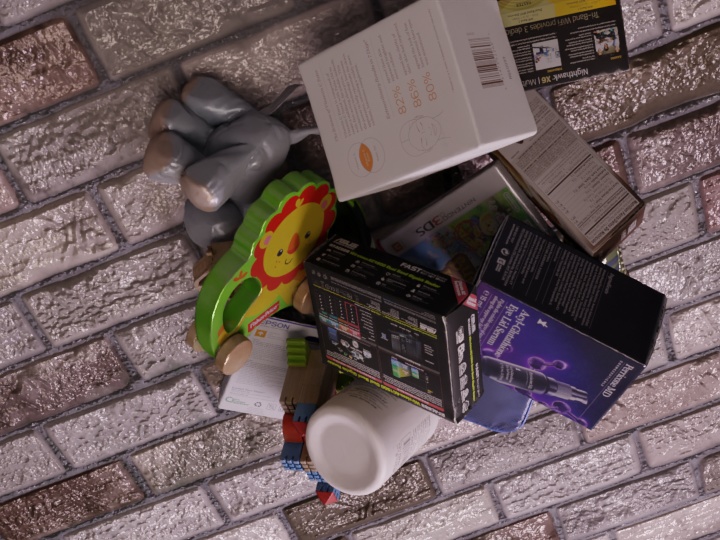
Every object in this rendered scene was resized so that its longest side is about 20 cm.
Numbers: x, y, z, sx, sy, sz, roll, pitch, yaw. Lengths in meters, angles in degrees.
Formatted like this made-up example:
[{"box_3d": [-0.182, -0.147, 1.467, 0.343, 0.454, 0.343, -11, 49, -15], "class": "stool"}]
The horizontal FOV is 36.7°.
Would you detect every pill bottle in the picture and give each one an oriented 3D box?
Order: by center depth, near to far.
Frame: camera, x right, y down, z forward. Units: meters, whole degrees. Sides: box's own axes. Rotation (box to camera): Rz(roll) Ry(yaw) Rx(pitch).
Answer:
[{"box_3d": [0.031, 0.174, 1.310, 0.113, 0.199, 0.116, 14, 117, 29], "class": "pill bottle"}]

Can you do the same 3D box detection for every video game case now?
[{"box_3d": [0.148, -0.005, 1.267, 0.181, 0.022, 0.201, -32, 105, 32], "class": "video game case"}]

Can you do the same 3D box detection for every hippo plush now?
[{"box_3d": [-0.148, -0.117, 1.227, 0.198, 0.160, 0.162, -30, 152, -20], "class": "hippo plush"}]

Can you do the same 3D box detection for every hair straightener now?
[{"box_3d": [0.100, -0.109, 1.288, 0.040, 0.077, 0.202, -17, 125, 1], "class": "hair straightener"}]

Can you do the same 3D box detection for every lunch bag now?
[{"box_3d": [0.179, 0.088, 1.404, 0.134, 0.133, 0.202, 20, 121, 4], "class": "lunch bag"}]

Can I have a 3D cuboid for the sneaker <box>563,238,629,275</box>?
[{"box_3d": [0.310, -0.008, 1.406, 0.088, 0.067, 0.203, 0, 124, -21], "class": "sneaker"}]

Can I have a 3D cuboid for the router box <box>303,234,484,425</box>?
[{"box_3d": [0.038, 0.062, 1.188, 0.062, 0.198, 0.152, -39, 137, -36], "class": "router box"}]

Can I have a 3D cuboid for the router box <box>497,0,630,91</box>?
[{"box_3d": [0.174, -0.270, 1.142, 0.197, 0.052, 0.160, -9, 97, 12], "class": "router box"}]

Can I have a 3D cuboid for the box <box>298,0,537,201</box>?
[{"box_3d": [0.055, -0.176, 1.106, 0.198, 0.106, 0.155, -16, 91, 43], "class": "box"}]

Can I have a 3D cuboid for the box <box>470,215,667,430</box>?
[{"box_3d": [0.208, 0.059, 1.185, 0.198, 0.105, 0.149, 26, 142, 5], "class": "box"}]

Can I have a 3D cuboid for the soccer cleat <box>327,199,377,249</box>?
[{"box_3d": [0.000, 0.000, 1.277, 0.067, 0.081, 0.203, -24, 84, 11], "class": "soccer cleat"}]

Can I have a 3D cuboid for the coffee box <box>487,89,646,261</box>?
[{"box_3d": [0.222, -0.108, 1.215, 0.080, 0.200, 0.114, -42, 166, 5], "class": "coffee box"}]

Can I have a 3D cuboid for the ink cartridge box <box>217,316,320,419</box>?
[{"box_3d": [-0.070, 0.126, 1.425, 0.193, 0.044, 0.201, 13, 133, -16], "class": "ink cartridge box"}]

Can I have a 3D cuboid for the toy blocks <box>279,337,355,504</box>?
[{"box_3d": [-0.057, 0.199, 1.357, 0.098, 0.138, 0.201, 1, 142, 17], "class": "toy blocks"}]

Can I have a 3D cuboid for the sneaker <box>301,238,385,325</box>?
[{"box_3d": [0.007, 0.023, 1.369, 0.197, 0.074, 0.088, -16, 126, 8], "class": "sneaker"}]

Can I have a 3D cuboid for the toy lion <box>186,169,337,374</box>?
[{"box_3d": [-0.101, -0.010, 1.184, 0.199, 0.068, 0.193, -39, 151, -33], "class": "toy lion"}]

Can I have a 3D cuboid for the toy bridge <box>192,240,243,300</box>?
[{"box_3d": [-0.164, 0.005, 1.284, 0.066, 0.028, 0.200, -7, 165, 0], "class": "toy bridge"}]
